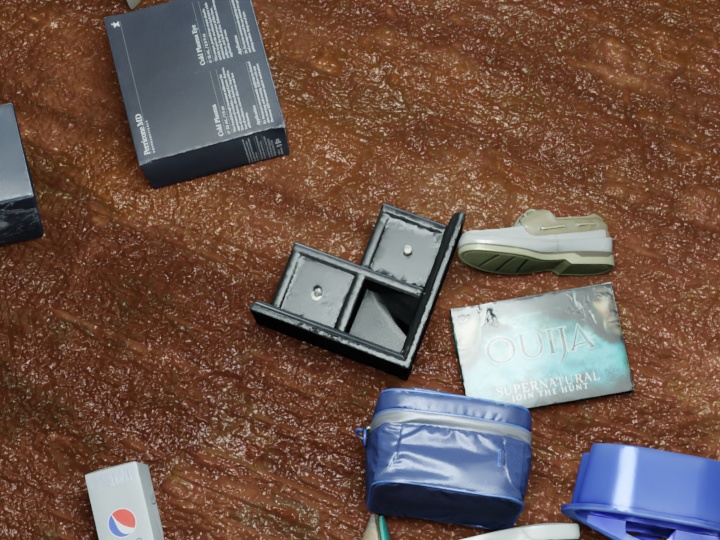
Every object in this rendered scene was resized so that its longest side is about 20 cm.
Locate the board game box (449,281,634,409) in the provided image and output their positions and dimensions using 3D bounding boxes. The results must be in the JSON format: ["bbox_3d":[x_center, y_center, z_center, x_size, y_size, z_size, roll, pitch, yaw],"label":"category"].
[{"bbox_3d":[0.216,0.096,1.484,0.199,0.028,0.136,-10,78,-1],"label":"board game box"}]

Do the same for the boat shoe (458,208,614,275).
[{"bbox_3d":[0.208,-0.036,1.484,0.199,0.075,0.069,4,72,-20],"label":"boat shoe"}]

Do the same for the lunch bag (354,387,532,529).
[{"bbox_3d":[0.091,0.205,1.402,0.199,0.136,0.133,9,63,-2],"label":"lunch bag"}]

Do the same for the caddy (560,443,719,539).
[{"bbox_3d":[0.327,0.264,1.386,0.199,0.141,0.105,9,72,4],"label":"caddy"}]

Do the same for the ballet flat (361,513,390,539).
[{"bbox_3d":[0.017,0.380,1.404,0.067,0.068,0.201,-15,75,5],"label":"ballet flat"}]

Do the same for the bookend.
[{"bbox_3d":[0.000,0.000,1.477,0.198,0.092,0.200,21,77,6],"label":"bookend"}]

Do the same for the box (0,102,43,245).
[{"bbox_3d":[-0.482,-0.093,1.435,0.196,0.200,0.118,-14,81,-13],"label":"box"}]

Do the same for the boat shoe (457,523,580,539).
[{"bbox_3d":[0.156,0.332,1.413,0.199,0.071,0.064,-13,76,6],"label":"boat shoe"}]

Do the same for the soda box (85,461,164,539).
[{"bbox_3d":[-0.258,0.324,1.419,0.063,0.068,0.201,-15,77,-1],"label":"soda box"}]

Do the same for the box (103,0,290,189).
[{"bbox_3d":[-0.200,-0.228,1.528,0.182,0.104,0.201,-14,77,-3],"label":"box"}]

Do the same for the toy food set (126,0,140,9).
[{"bbox_3d":[-0.352,-0.435,1.559,0.060,0.144,0.200,-39,79,-8],"label":"toy food set"}]
